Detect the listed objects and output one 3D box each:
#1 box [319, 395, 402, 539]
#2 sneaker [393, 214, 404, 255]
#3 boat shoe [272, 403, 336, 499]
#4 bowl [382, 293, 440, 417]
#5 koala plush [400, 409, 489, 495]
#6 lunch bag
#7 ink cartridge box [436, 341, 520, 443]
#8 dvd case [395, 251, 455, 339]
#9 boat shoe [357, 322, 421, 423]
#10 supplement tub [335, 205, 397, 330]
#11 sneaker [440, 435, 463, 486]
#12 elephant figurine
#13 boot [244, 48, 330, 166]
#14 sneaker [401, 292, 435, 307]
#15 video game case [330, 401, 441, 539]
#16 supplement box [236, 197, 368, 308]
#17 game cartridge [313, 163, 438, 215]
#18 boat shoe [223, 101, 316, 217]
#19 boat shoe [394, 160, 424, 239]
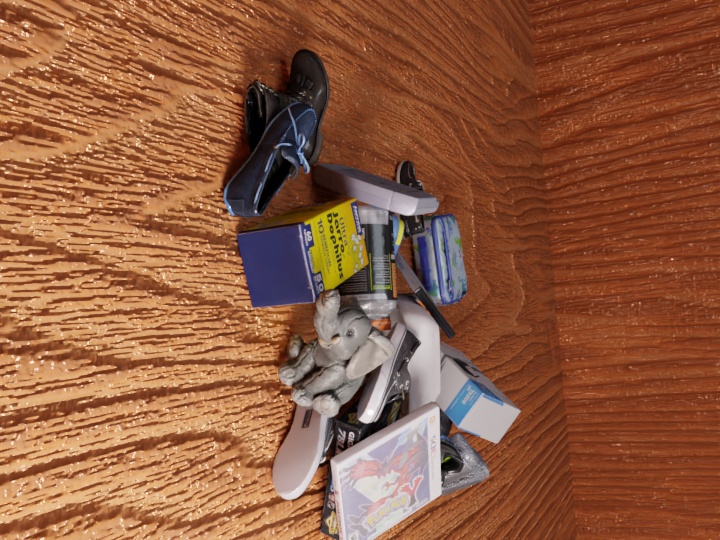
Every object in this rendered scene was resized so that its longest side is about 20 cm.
[{"bbox_3d":[0.006,0.298,1.250,0.199,0.049,0.204,-31,133,-62],"label":"box"},{"bbox_3d":[0.021,-0.011,1.397,0.077,0.065,0.205,18,79,-30],"label":"sneaker"},{"bbox_3d":[-0.075,0.258,1.142,0.202,0.070,0.069,-77,148,-48],"label":"boat shoe"},{"bbox_3d":[0.093,0.147,1.388,0.200,0.073,0.205,-131,-143,-75],"label":"bowl"},{"bbox_3d":[0.128,0.325,1.497,0.178,0.180,0.204,50,20,-61],"label":"koala plush"},{"bbox_3d":[0.176,-0.022,1.733,0.160,0.081,0.206,-7,90,-62],"label":"lunch bag"},{"bbox_3d":[0.195,0.228,1.501,0.144,0.200,0.085,28,102,-43],"label":"ink cartridge box"},{"bbox_3d":[0.105,0.027,1.445,0.143,0.017,0.201,51,5,-36],"label":"dvd case"},{"bbox_3d":[0.052,0.167,1.201,0.065,0.070,0.201,30,37,-4],"label":"boat shoe"},{"bbox_3d":[0.000,0.000,1.290,0.122,0.120,0.206,7,79,-64],"label":"supplement tub"},{"bbox_3d":[0.101,0.338,1.303,0.196,0.082,0.072,-10,125,-40],"label":"sneaker"},{"bbox_3d":[-0.022,0.102,1.102,0.140,0.202,0.156,32,30,-4],"label":"elephant figurine"},{"bbox_3d":[-0.114,-0.255,1.161,0.173,0.068,0.206,8,81,-65],"label":"boot"},{"bbox_3d":[0.124,0.128,1.586,0.200,0.076,0.115,46,43,-53],"label":"sneaker"},{"bbox_3d":[0.046,0.320,1.186,0.197,0.023,0.186,-23,123,-29],"label":"video game case"},{"bbox_3d":[-0.080,-0.030,1.140,0.200,0.107,0.112,-36,117,-62],"label":"supplement box"},{"bbox_3d":[0.024,-0.137,1.300,0.133,0.196,0.041,-5,114,-65],"label":"game cartridge"},{"bbox_3d":[-0.110,-0.148,1.081,0.203,0.067,0.084,-61,148,-18],"label":"boat shoe"},{"bbox_3d":[0.109,-0.154,1.620,0.074,0.059,0.203,59,29,-44],"label":"boat shoe"}]
